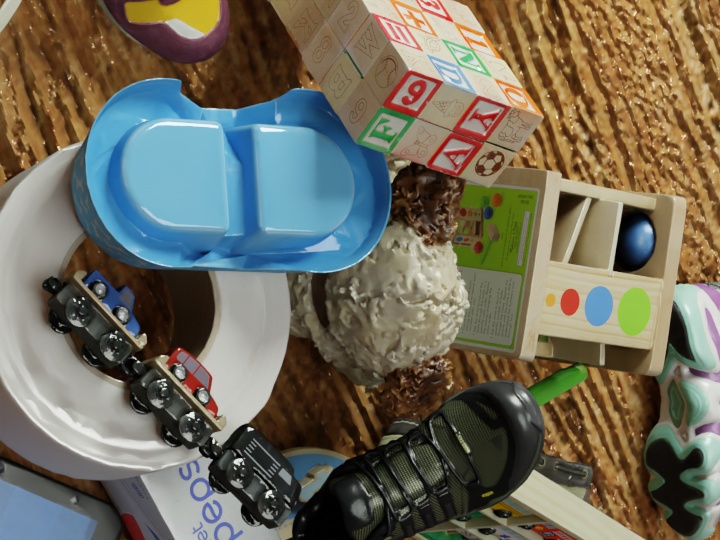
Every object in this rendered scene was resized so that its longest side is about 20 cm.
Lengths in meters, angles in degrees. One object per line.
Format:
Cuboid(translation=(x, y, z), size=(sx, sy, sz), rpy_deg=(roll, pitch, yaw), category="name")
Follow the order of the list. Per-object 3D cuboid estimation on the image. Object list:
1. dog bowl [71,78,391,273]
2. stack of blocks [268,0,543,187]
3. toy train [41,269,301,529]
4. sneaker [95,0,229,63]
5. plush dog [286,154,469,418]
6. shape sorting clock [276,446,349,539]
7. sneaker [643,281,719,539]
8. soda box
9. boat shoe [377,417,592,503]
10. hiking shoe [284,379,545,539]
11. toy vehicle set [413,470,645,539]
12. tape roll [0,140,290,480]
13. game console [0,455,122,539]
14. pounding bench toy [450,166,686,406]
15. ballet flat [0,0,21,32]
Cuboid(translation=(-0.080, -0.050, 1.449), size=(0.199, 0.050, 0.112), rpy_deg=(2, 78, -30), category="dog bowl")
Cuboid(translation=(0.016, -0.148, 1.518), size=(0.115, 0.200, 0.059), rpy_deg=(15, 123, -40), category="stack of blocks")
Cuboid(translation=(-0.107, 0.070, 1.422), size=(0.200, 0.034, 0.046), rpy_deg=(46, 60, -14), category="toy train")
Cuboid(translation=(-0.125, -0.200, 1.461), size=(0.075, 0.090, 0.200), rpy_deg=(-48, 126, -20), category="sneaker")
Cuboid(translation=(0.000, 0.000, 1.561), size=(0.160, 0.171, 0.201), rpy_deg=(-11, 109, -37), category="plush dog")
Cuboid(translation=(-0.047, 0.219, 1.666), size=(0.199, 0.039, 0.201), rpy_deg=(-11, 109, -37), category="shape sorting clock")
Cuboid(translation=(0.288, 0.100, 1.885), size=(0.139, 0.078, 0.201), rpy_deg=(-15, 111, -35), category="sneaker")
Cuboid(translation=(-0.105, 0.158, 1.558), size=(0.068, 0.063, 0.201), rpy_deg=(-36, 107, -29), category="soda box")
Cuboid(translation=(0.091, 0.135, 1.744), size=(0.200, 0.072, 0.066), rpy_deg=(27, 72, -38), category="boat shoe")
Cuboid(translation=(0.033, 0.139, 1.572), size=(0.076, 0.200, 0.101), rpy_deg=(57, 35, 7), category="hiking shoe")
Cuboid(translation=(0.101, 0.176, 1.707), size=(0.200, 0.124, 0.027), rpy_deg=(33, 57, -45), category="toy vehicle set")
Cuboid(translation=(-0.145, 0.022, 1.470), size=(0.201, 0.071, 0.204), rpy_deg=(5, 79, -27), category="tape roll")
Cuboid(translation=(-0.229, 0.202, 1.455), size=(0.200, 0.171, 0.118), rpy_deg=(27, 110, -33), category="game console")
Cuboid(translation=(0.126, 0.037, 1.692), size=(0.155, 0.124, 0.201), rpy_deg=(10, 88, -40), category="pounding bench toy")
Cuboid(translation=(-0.212, -0.198, 1.403), size=(0.068, 0.068, 0.201), rpy_deg=(-34, 141, -82), category="ballet flat")
